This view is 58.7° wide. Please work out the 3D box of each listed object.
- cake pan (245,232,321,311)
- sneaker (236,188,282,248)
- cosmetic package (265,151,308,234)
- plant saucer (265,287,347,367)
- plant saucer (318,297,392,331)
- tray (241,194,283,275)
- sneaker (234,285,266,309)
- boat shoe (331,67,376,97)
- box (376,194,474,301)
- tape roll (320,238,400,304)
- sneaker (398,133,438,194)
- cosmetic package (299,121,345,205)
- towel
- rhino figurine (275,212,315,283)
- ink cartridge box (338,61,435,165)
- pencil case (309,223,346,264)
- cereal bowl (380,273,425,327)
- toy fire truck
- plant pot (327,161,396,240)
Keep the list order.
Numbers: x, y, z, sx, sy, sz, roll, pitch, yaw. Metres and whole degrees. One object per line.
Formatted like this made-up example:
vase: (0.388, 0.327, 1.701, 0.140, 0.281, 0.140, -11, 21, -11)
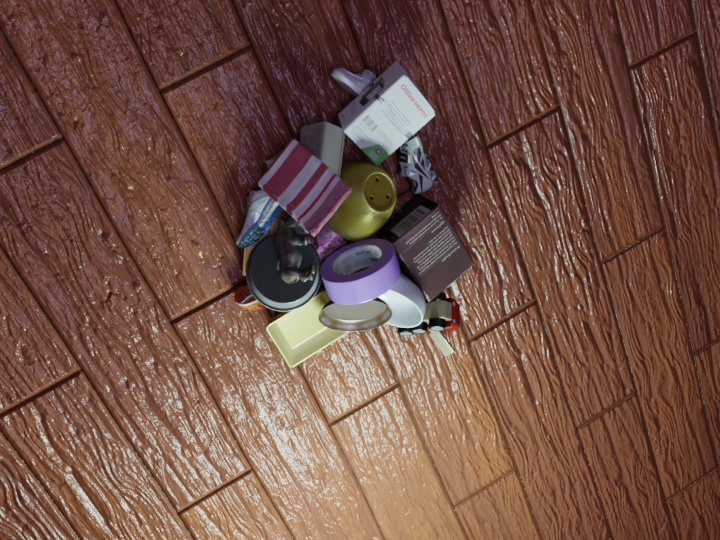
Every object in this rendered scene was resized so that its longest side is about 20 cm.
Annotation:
cake pan: (-0.192, -0.002, 1.607, 0.193, 0.037, 0.207, 1, 77, -6)
sneaker: (-0.254, -0.148, 1.590, 0.086, 0.075, 0.201, 42, 102, 14)
cosmetic package: (-0.162, -0.202, 1.626, 0.082, 0.050, 0.205, -38, 116, -36)
plant saucer: (-0.144, 0.143, 1.715, 0.196, 0.049, 0.202, -31, 137, -7)
plant saucer: (-0.014, 0.106, 1.659, 0.194, 0.201, 0.033, 7, 59, -18)
tray: (-0.252, -0.089, 1.653, 0.095, 0.037, 0.207, 2, 104, -18)
sneaker: (-0.228, 0.064, 1.658, 0.193, 0.077, 0.075, -1, 72, 14)
boat shoe: (0.018, -0.463, 1.611, 0.196, 0.072, 0.070, 27, 94, -21)
box: (0.169, -0.064, 1.719, 0.164, 0.164, 0.202, -37, 113, -4)
tape roll: (0.000, 0.000, 1.597, 0.196, 0.200, 0.067, -25, 118, -8)
sneaker: (0.131, -0.294, 1.691, 0.087, 0.074, 0.203, -31, 111, -8)
cosmetic package: (-0.104, -0.251, 1.577, 0.072, 0.102, 0.207, 11, 84, -43)
towel: (-0.134, -0.199, 1.509, 0.199, 0.023, 0.145, 41, 91, 13)
rhino figurine: (-0.166, -0.065, 1.572, 0.085, 0.060, 0.207, -12, 76, 10)
ink cartridge box: (0.065, -0.385, 1.580, 0.198, 0.085, 0.145, -38, 130, 17)
pencil case: (-0.120, -0.031, 1.687, 0.086, 0.083, 0.201, 39, 92, 11)
cereal bowl: (0.085, 0.064, 1.695, 0.198, 0.198, 0.085, 35, 59, -22)
toy fire truck: (0.218, 0.156, 1.801, 0.197, 0.173, 0.133, 20, 65, -42)
plant pot: (0.013, -0.186, 1.612, 0.195, 0.141, 0.207, 3, 85, -29)
